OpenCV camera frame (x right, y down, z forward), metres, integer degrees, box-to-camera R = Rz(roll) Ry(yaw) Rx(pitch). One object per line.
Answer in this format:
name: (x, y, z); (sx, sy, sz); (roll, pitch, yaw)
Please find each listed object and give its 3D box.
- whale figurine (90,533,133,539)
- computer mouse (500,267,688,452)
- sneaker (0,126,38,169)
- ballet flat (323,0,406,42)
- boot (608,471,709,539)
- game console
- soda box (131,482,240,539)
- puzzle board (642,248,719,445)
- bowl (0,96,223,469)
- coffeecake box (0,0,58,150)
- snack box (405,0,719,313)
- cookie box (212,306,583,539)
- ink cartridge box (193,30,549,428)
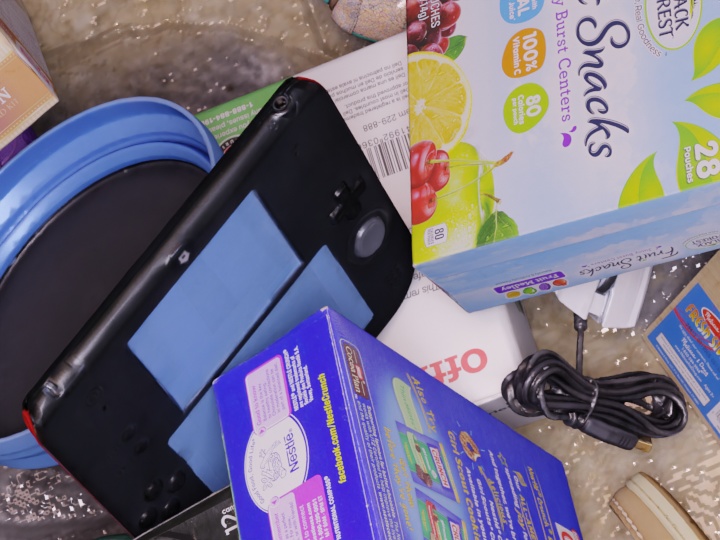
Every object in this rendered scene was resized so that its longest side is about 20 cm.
whale figurine: (-0.116, 0.231, 1.203); (0.158, 0.104, 0.202); (12, 103, 19)
computer mouse: (0.118, -0.011, 1.179); (0.044, 0.109, 0.201); (-32, 48, 46)
sneaker: (-0.142, -0.013, 1.278); (0.088, 0.081, 0.201); (-29, 74, 0)
ballet flat: (0.058, -0.206, 1.282); (0.067, 0.068, 0.201); (33, 92, 2)
boot: (0.132, 0.214, 1.139); (0.155, 0.073, 0.201); (-32, 72, 7)
game console: (-0.057, 0.029, 1.083); (0.031, 0.177, 0.200); (31, 76, 27)
soda box: (-0.033, 0.158, 1.128); (0.063, 0.200, 0.071); (-27, 69, 14)
puzzle board: (0.238, 0.061, 1.138); (0.201, 0.017, 0.151); (56, 130, 22)
bowl: (-0.139, 0.007, 1.158); (0.200, 0.039, 0.202); (-25, 44, 26)
coffeecake box: (-0.250, -0.096, 1.266); (0.153, 0.200, 0.073); (-39, 114, 3)
snack box: (0.108, -0.098, 1.132); (0.168, 0.068, 0.201); (-14, 61, 26)
cookie box: (0.032, 0.137, 1.071); (0.075, 0.200, 0.172); (-32, 48, 23)
ink cartridge box: (0.000, 0.000, 1.224); (0.145, 0.084, 0.201); (-20, 71, 10)
